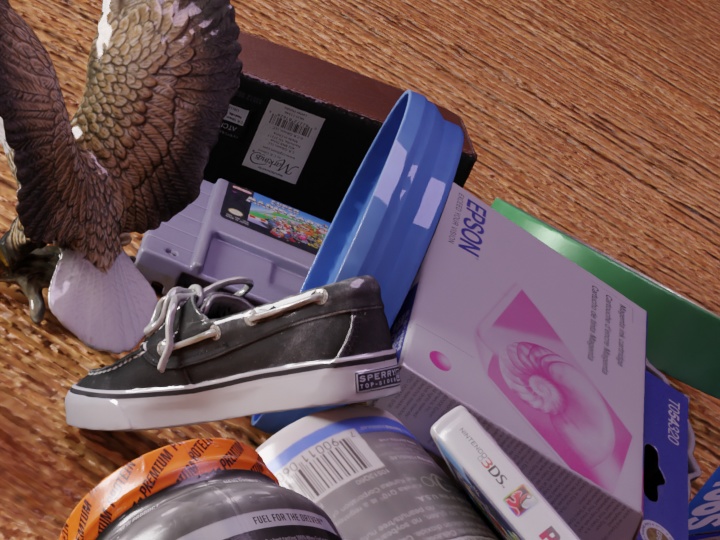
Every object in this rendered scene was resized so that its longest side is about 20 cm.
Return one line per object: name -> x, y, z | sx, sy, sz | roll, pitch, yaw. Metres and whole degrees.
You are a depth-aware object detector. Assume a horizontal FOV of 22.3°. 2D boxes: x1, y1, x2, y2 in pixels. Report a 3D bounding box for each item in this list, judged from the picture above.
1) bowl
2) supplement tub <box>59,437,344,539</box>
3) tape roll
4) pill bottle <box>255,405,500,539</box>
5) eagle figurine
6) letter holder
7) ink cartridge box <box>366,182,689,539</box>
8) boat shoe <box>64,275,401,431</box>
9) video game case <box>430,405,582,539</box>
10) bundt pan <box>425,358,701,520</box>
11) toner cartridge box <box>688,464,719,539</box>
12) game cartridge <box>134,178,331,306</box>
bowl -> 0.000, 0.000, 0.992 | 0.039, 0.201, 0.201 | 25, 26, -5
supplement tub -> -0.038, 0.170, 0.708 | 0.122, 0.123, 0.200 | 3, 42, -39
tape roll -> 0.167, 0.018, 1.210 | 0.200, 0.048, 0.200 | 29, 5, -3
pill bottle -> 0.026, 0.163, 0.813 | 0.113, 0.114, 0.200 | 1, 35, -41
eagle figurine -> -0.155, -0.071, 0.980 | 0.150, 0.201, 0.152 | 20, 33, -8
letter holder -> -0.038, -0.097, 1.259 | 0.199, 0.101, 0.142 | 19, 25, -14
ink cartridge box -> 0.106, 0.059, 0.974 | 0.199, 0.043, 0.197 | 31, 30, -9
boat shoe -> -0.070, 0.039, 0.891 | 0.199, 0.068, 0.073 | -11, -2, 42
video game case -> 0.113, 0.169, 0.835 | 0.182, 0.023, 0.200 | 49, -7, 34
bundt pan -> 0.091, 0.083, 1.040 | 0.201, 0.076, 0.202 | 28, 31, -19
toner cartridge box -> 0.256, 0.137, 1.092 | 0.095, 0.043, 0.200 | -12, 8, 29
game cartridge -> -0.039, 0.003, 1.147 | 0.199, 0.038, 0.130 | 22, 30, -8
